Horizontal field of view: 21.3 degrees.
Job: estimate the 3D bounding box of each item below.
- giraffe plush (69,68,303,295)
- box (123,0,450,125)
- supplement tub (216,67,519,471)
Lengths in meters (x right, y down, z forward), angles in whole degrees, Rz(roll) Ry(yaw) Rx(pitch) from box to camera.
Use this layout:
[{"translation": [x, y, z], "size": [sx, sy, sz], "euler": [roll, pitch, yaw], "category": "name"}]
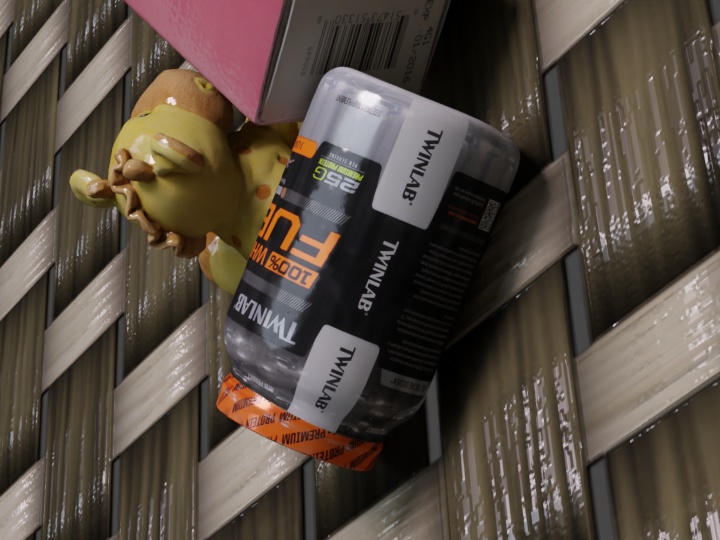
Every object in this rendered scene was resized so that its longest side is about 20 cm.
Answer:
[{"translation": [-0.091, -0.058, 1.205], "size": [0.173, 0.161, 0.201], "euler": [-47, 36, 33], "category": "giraffe plush"}, {"translation": [-0.055, -0.186, 1.140], "size": [0.200, 0.127, 0.110], "euler": [44, 129, 37], "category": "box"}, {"translation": [0.000, 0.000, 1.061], "size": [0.122, 0.122, 0.202], "euler": [26, 95, 60], "category": "supplement tub"}]
